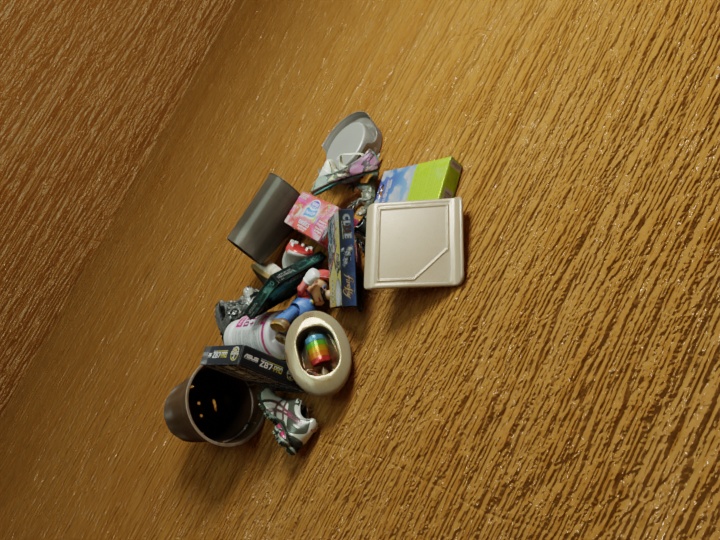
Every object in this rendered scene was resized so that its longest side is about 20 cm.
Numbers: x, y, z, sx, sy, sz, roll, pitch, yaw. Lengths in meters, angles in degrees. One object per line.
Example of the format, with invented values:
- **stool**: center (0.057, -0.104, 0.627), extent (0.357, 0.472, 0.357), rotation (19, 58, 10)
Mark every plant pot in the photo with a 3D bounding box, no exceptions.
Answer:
- **plant pot**: center (-0.352, 0.318, 1.465), extent (0.198, 0.200, 0.201), rotation (-27, 45, 48)

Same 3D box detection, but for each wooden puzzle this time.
- **wooden puzzle**: center (0.105, -0.051, 1.233), extent (0.199, 0.037, 0.186), rotation (-4, 68, 17)

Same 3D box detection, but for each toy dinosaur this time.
- **toy dinosaur**: center (0.007, -0.192, 1.518), extent (0.088, 0.047, 0.200), rotation (-20, 46, 37)

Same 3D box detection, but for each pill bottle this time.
- **pill bottle**: center (-0.234, 0.158, 1.488), extent (0.200, 0.113, 0.114), rotation (-11, 57, 46)

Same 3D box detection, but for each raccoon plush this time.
- **raccoon plush**: center (-0.307, 0.137, 1.651), extent (0.097, 0.134, 0.201), rotation (38, 129, 39)

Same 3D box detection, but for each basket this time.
- **basket**: center (-0.243, -0.127, 1.631), extent (0.136, 0.180, 0.200), rotation (34, 80, 20)

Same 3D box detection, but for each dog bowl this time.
- **dog bowl**: center (-0.026, -0.313, 1.629), extent (0.200, 0.059, 0.201), rotation (-31, 44, 35)

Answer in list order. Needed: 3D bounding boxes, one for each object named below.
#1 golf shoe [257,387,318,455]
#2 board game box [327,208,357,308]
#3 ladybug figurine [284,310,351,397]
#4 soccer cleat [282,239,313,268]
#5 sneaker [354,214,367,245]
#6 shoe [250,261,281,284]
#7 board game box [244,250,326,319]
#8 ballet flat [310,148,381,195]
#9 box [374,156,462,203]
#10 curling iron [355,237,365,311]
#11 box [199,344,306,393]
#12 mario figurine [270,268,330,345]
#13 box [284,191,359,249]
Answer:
- **golf shoe**: center (-0.156, 0.307, 1.339), extent (0.088, 0.077, 0.200), rotation (-39, 38, -7)
- **board game box**: center (-0.041, -0.021, 1.343), extent (0.135, 0.034, 0.201), rotation (159, 109, -76)
- **ladybug figurine**: center (-0.086, 0.176, 1.306), extent (0.135, 0.072, 0.200), rotation (-15, 58, -2)
- **soccer cleat**: center (-0.159, -0.028, 1.540), extent (0.200, 0.068, 0.085), rotation (-156, 85, -80)
- **sneaker**: center (0.045, -0.051, 1.303), extent (0.076, 0.115, 0.200), rotation (-57, 36, 1)
- **shoe**: center (-0.229, 0.016, 1.638), extent (0.053, 0.070, 0.200), rotation (-37, 30, -17)
- **board game box**: center (-0.170, 0.032, 1.447), extent (0.028, 0.200, 0.135), rotation (46, 123, 9)
- **ballet flat**: center (-0.044, -0.244, 1.516), extent (0.200, 0.071, 0.069), rotation (-17, 10, 29)
- **box**: center (0.119, -0.172, 1.360), extent (0.200, 0.048, 0.122), rotation (-4, 62, 48)
- **curling iron**: center (0.000, 0.000, 1.396), extent (0.050, 0.026, 0.201), rotation (-27, 47, 41)
- **box**: center (-0.221, 0.216, 1.358), extent (0.161, 0.200, 0.049), rotation (-12, 58, 47)
- **mario figurine**: center (-0.109, 0.077, 1.401), extent (0.200, 0.106, 0.123), rotation (-54, 1, -33)
- **box**: center (-0.088, -0.113, 1.523), extent (0.096, 0.100, 0.200), rotation (-59, 35, 0)
